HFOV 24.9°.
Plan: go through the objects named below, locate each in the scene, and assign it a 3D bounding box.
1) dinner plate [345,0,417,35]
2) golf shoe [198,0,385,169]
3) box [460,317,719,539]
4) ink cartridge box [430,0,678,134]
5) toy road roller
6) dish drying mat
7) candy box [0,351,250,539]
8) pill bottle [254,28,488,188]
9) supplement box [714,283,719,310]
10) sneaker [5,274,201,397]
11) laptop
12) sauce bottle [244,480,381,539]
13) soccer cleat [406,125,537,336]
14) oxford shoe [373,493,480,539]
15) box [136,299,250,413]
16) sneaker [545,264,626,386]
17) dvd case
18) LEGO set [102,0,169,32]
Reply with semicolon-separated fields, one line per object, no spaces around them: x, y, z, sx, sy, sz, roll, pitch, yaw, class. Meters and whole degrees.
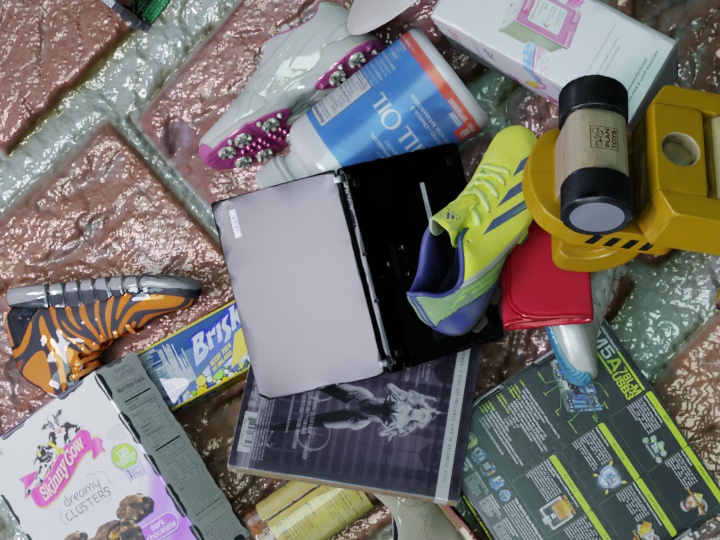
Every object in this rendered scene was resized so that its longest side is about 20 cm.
0.055;-0.286;1.440;0.200;0.200;0.024;-44;108;5;dinner plate
-0.073;-0.172;1.523;0.200;0.075;0.092;-34;64;4;golf shoe
0.188;0.175;1.425;0.193;0.048;0.200;-32;80;-9;box
0.172;-0.199;1.430;0.200;0.145;0.085;32;93;12;ink cartridge box
0.230;-0.064;1.324;0.199;0.146;0.123;7;60;-8;toy road roller
0.157;-0.037;1.402;0.077;0.018;0.201;-5;52;9;dish drying mat
-0.225;0.202;1.473;0.168;0.072;0.200;-34;88;27;candy box
0.007;-0.116;1.473;0.200;0.112;0.112;-39;79;6;pill bottle
0.379;-0.051;1.383;0.103;0.131;0.201;18;88;12;supplement box
-0.238;0.063;1.532;0.199;0.078;0.112;-7;88;21;sneaker
0.000;0.000;1.409;0.200;0.103;0.178;-15;92;-33;laptop
-0.008;0.192;1.470;0.200;0.066;0.066;-32;80;-1;sauce bottle
0.098;-0.043;1.364;0.065;0.084;0.201;2;62;48;soccer cleat
0.067;0.243;1.436;0.074;0.071;0.200;-31;94;-5;oxford shoe
-0.104;0.061;1.500;0.200;0.070;0.064;-28;83;8;box
0.193;0.004;1.418;0.080;0.077;0.201;-7;60;8;sneaker
-0.003;0.119;1.411;0.199;0.016;0.149;8;62;5;dvd case
-0.220;-0.328;1.532;0.200;0.116;0.154;-43;79;4;LEGO set
